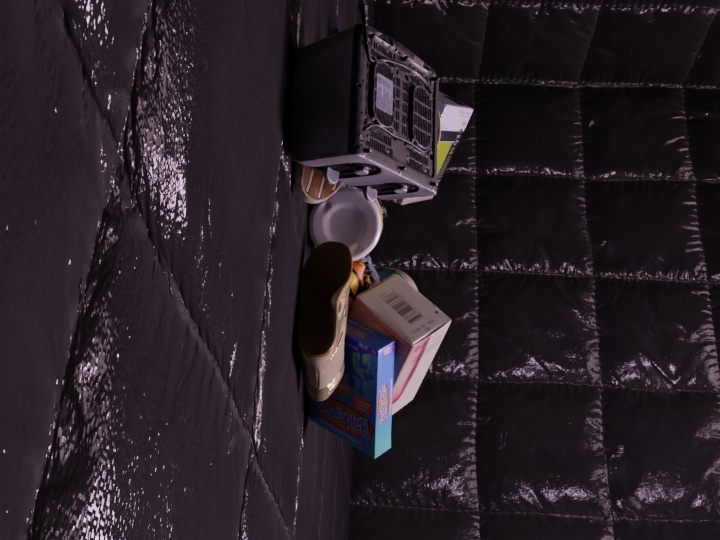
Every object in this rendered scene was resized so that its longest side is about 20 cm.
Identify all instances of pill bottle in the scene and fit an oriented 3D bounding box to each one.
[{"bbox_3d":[-0.020,-0.077,1.436,0.200,0.113,0.116,-63,155,-84],"label":"pill bottle"}]

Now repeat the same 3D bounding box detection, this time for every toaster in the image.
[{"bbox_3d":[0.011,-0.199,1.111,0.180,0.118,0.202,17,70,-50],"label":"toaster"}]

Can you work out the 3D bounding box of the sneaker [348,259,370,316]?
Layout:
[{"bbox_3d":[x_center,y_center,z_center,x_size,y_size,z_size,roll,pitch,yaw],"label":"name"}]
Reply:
[{"bbox_3d":[-0.014,0.051,1.478,0.090,0.070,0.201,-44,159,-15],"label":"sneaker"}]

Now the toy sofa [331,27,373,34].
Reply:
[{"bbox_3d":[0.006,-0.369,1.674,0.201,0.082,0.098,69,13,-57],"label":"toy sofa"}]

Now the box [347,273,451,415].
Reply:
[{"bbox_3d":[0.041,0.130,1.444,0.109,0.128,0.201,-28,149,-44],"label":"box"}]

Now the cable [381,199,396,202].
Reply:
[{"bbox_3d":[0.019,-0.165,1.505,0.200,0.096,0.051,34,-49,44],"label":"cable"}]

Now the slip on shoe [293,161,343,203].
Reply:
[{"bbox_3d":[-0.053,-0.175,1.182,0.060,0.076,0.202,-15,-124,48],"label":"slip on shoe"}]

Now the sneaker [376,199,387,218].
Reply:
[{"bbox_3d":[-0.001,-0.089,1.869,0.076,0.114,0.203,-76,168,-80],"label":"sneaker"}]

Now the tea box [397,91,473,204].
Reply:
[{"bbox_3d":[0.092,-0.241,1.641,0.198,0.133,0.200,-66,164,15],"label":"tea box"}]

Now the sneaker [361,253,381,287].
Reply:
[{"bbox_3d":[0.000,0.000,1.575,0.200,0.075,0.115,-134,-146,-62],"label":"sneaker"}]

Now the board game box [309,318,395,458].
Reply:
[{"bbox_3d":[-0.017,0.178,1.409,0.045,0.151,0.202,-26,126,-41],"label":"board game box"}]

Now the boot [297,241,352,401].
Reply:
[{"bbox_3d":[-0.050,0.075,1.308,0.156,0.072,0.202,88,6,-54],"label":"boot"}]

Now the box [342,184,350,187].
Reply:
[{"bbox_3d":[-0.038,-0.175,1.718,0.159,0.045,0.202,-83,174,-67],"label":"box"}]

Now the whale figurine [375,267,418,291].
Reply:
[{"bbox_3d":[0.047,0.097,1.801,0.103,0.158,0.202,-11,115,-43],"label":"whale figurine"}]

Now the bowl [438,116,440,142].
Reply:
[{"bbox_3d":[0.029,-0.210,1.409,0.094,0.198,0.203,70,22,-77],"label":"bowl"}]
